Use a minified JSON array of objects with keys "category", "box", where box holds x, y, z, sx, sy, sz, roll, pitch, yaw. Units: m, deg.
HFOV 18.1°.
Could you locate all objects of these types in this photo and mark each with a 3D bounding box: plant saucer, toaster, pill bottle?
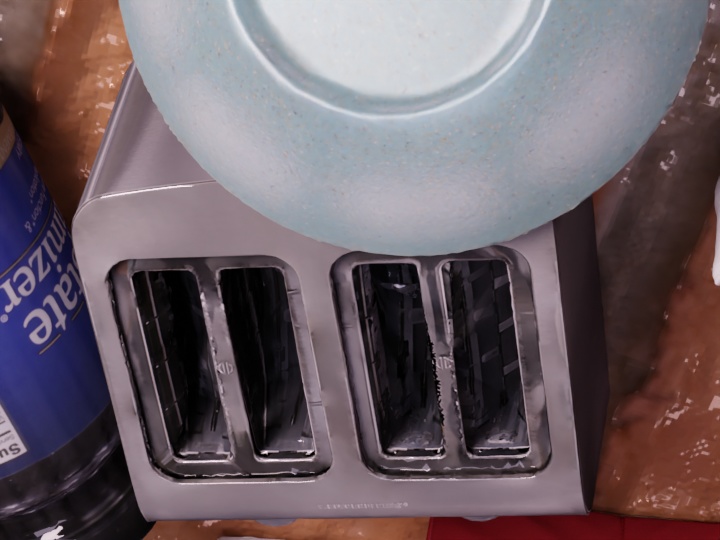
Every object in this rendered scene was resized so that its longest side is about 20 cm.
[{"category":"plant saucer","box":[0.012,-0.103,0.722,0.201,0.039,0.201,1,95,11]},{"category":"toaster","box":[0.000,0.000,0.845,0.181,0.119,0.200,-2,124,10]},{"category":"pill bottle","box":[-0.155,0.027,0.895,0.112,0.112,0.200,-14,122,19]}]

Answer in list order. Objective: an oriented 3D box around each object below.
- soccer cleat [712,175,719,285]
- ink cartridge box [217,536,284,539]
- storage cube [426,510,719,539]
[{"category":"soccer cleat","box":[0.203,0.032,0.848,0.200,0.085,0.069,43,133,-18]},{"category":"ink cartridge box","box":[-0.035,0.234,0.965,0.086,0.200,0.147,3,126,6]},{"category":"storage cube","box":[0.099,0.221,0.947,0.171,0.180,0.200,5,126,6]}]
